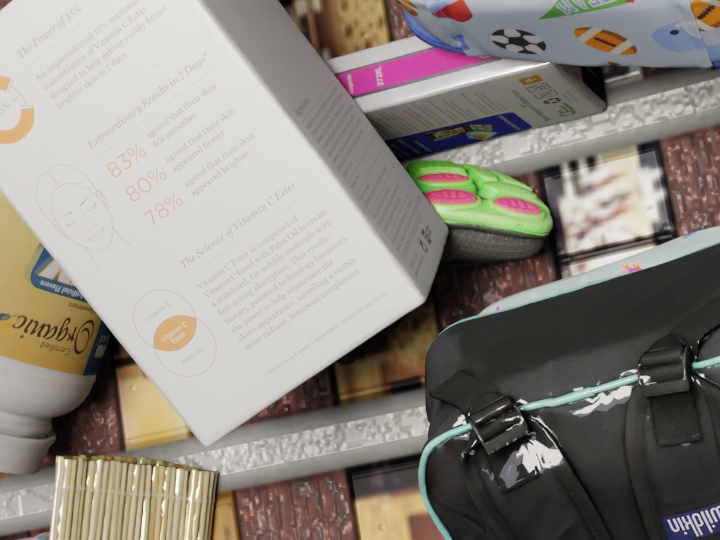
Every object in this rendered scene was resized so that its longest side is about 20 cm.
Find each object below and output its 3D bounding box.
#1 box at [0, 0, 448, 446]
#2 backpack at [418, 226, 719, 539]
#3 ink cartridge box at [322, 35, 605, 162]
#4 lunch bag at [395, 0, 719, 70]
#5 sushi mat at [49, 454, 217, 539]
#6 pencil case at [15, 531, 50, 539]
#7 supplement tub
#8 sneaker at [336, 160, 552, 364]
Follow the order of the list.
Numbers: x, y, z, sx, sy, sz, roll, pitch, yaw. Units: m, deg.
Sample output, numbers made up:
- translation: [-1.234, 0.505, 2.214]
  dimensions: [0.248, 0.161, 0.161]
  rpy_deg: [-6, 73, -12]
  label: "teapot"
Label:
- translation: [-0.072, -0.048, 0.741]
  dimensions: [0.124, 0.098, 0.200]
  rpy_deg: [-34, 101, 19]
  label: "box"
- translation: [0.131, 0.093, 0.709]
  dimensions: [0.175, 0.153, 0.201]
  rpy_deg: [-20, 112, 16]
  label: "backpack"
- translation: [0.011, -0.077, 0.820]
  dimensions: [0.199, 0.095, 0.037]
  rpy_deg: [-15, 77, 19]
  label: "ink cartridge box"
- translation: [0.108, -0.169, 0.713]
  dimensions: [0.199, 0.076, 0.161]
  rpy_deg: [5, 72, 25]
  label: "lunch bag"
- translation: [-0.117, 0.192, 0.837]
  dimensions: [0.012, 0.095, 0.201]
  rpy_deg: [-4, 80, 52]
  label: "sushi mat"
- translation: [-0.227, 0.196, 0.880]
  dimensions: [0.199, 0.087, 0.088]
  rpy_deg: [-17, 76, 16]
  label: "pencil case"
- translation: [-0.188, -0.012, 0.864]
  dimensions: [0.144, 0.145, 0.201]
  rpy_deg: [19, 90, 23]
  label: "supplement tub"
- translation: [0.000, 0.000, 0.837]
  dimensions: [0.199, 0.077, 0.084]
  rpy_deg: [-13, 110, 15]
  label: "sneaker"
